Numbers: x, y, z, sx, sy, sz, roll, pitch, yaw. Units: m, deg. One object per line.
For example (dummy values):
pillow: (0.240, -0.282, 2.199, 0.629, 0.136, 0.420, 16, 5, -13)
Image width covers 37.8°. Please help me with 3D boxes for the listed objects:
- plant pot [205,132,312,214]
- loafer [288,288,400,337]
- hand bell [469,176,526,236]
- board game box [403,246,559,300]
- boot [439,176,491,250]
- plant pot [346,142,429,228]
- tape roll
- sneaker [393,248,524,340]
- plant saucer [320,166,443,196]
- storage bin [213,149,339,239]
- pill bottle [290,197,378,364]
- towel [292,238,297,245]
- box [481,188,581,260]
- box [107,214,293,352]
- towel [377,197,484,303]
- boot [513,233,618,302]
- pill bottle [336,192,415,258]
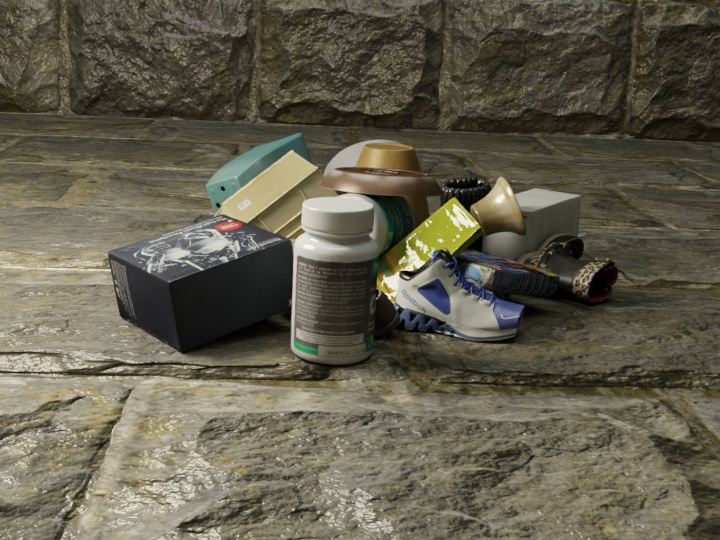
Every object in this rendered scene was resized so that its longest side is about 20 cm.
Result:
plant pot: (-0.201, -0.164, 2.087, 0.140, 0.143, 0.200, -11, 15, 38)
loafer: (-0.033, 0.033, 1.508, 0.198, 0.071, 0.073, 12, 45, 29)
hand bell: (0.163, -0.067, 1.735, 0.198, 0.105, 0.104, -24, 17, -2)
board game box: (0.169, 0.008, 1.636, 0.198, 0.062, 0.199, 4, 11, -38)
boot: (0.204, -0.091, 1.888, 0.079, 0.160, 0.211, 11, 17, 28)
plant pot: (0.048, -0.126, 1.914, 0.184, 0.202, 0.187, 3, 14, -1)
tape roll: (0.028, -0.163, 2.055, 0.198, 0.201, 0.067, -1, 54, -14)
sneaker: (0.136, 0.031, 1.506, 0.197, 0.116, 0.081, 6, 16, 12)
plant saucer: (0.034, -0.143, 1.678, 0.198, 0.032, 0.200, 3, 10, -1)
storage bin: (-0.147, -0.106, 1.858, 0.198, 0.094, 0.200, -38, 23, -4)
pill bottle: (-0.033, 0.012, 1.377, 0.112, 0.202, 0.113, 3, 15, -1)
towel: (-0.118, -0.001, 1.637, 0.198, 0.023, 0.144, -9, 35, -7)
box: (0.307, -0.068, 1.885, 0.097, 0.126, 0.199, 12, 18, 34)
box: (-0.219, 0.011, 1.473, 0.199, 0.105, 0.181, -22, 27, -35)
towel: (0.086, -0.023, 1.580, 0.086, 0.200, 0.018, 52, 3, 35)
boot: (0.360, -0.004, 1.758, 0.150, 0.074, 0.199, 14, 22, 39)
pill bottle: (0.019, -0.071, 1.670, 0.110, 0.112, 0.200, 9, 11, 23)
